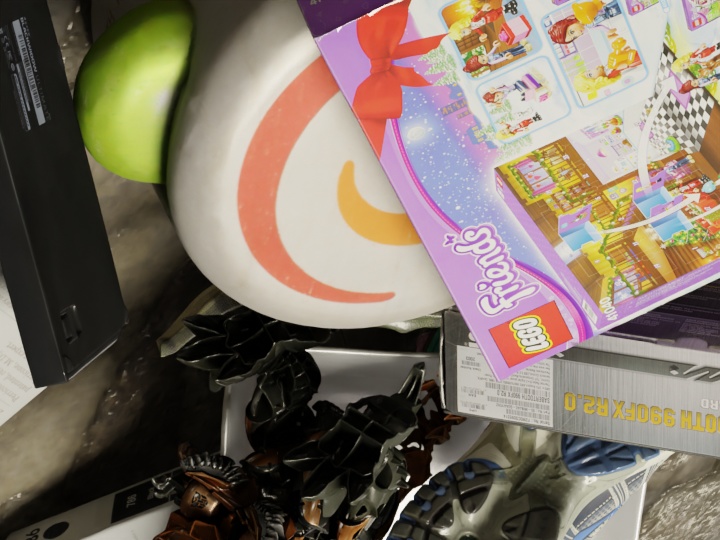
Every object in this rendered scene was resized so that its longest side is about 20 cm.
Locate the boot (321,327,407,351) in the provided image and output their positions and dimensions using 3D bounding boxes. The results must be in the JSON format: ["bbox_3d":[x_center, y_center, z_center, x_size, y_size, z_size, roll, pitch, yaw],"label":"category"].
[{"bbox_3d":[0.023,0.094,1.235,0.068,0.131,0.200,-30,146,-11],"label":"boot"}]

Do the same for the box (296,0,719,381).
[{"bbox_3d":[0.073,-0.057,0.915,0.137,0.039,0.200,-25,139,4],"label":"box"}]

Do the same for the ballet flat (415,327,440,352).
[{"bbox_3d":[0.093,-0.017,1.217,0.200,0.069,0.071,-56,171,-1],"label":"ballet flat"}]

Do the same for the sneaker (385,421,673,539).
[{"bbox_3d":[0.077,0.086,1.125,0.200,0.077,0.085,-39,162,-26],"label":"sneaker"}]

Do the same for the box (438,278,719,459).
[{"bbox_3d":[0.150,0.018,1.053,0.158,0.200,0.048,-46,140,-58],"label":"box"}]

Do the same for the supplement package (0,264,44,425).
[{"bbox_3d":[-0.210,0.023,0.945,0.200,0.117,0.117,-40,147,3],"label":"supplement package"}]

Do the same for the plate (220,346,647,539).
[{"bbox_3d":[0.026,0.126,1.169,0.199,0.032,0.200,1,105,-20],"label":"plate"}]

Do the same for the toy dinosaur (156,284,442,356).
[{"bbox_3d":[0.000,0.000,1.132,0.200,0.088,0.047,-1,125,-23],"label":"toy dinosaur"}]

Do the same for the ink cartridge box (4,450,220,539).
[{"bbox_3d":[-0.087,0.144,1.208,0.200,0.039,0.099,-21,115,8],"label":"ink cartridge box"}]

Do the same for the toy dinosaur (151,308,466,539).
[{"bbox_3d":[-0.023,0.079,1.079,0.200,0.102,0.136,-54,158,-32],"label":"toy dinosaur"}]

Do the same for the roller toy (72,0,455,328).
[{"bbox_3d":[0.000,-0.084,0.991,0.182,0.140,0.200,-37,137,9],"label":"roller toy"}]

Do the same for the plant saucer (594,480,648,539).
[{"bbox_3d":[0.110,0.074,1.292,0.200,0.032,0.200,-56,-174,9],"label":"plant saucer"}]

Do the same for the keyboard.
[{"bbox_3d":[-0.122,-0.058,0.861,0.021,0.200,0.127,-12,-170,15],"label":"keyboard"}]
